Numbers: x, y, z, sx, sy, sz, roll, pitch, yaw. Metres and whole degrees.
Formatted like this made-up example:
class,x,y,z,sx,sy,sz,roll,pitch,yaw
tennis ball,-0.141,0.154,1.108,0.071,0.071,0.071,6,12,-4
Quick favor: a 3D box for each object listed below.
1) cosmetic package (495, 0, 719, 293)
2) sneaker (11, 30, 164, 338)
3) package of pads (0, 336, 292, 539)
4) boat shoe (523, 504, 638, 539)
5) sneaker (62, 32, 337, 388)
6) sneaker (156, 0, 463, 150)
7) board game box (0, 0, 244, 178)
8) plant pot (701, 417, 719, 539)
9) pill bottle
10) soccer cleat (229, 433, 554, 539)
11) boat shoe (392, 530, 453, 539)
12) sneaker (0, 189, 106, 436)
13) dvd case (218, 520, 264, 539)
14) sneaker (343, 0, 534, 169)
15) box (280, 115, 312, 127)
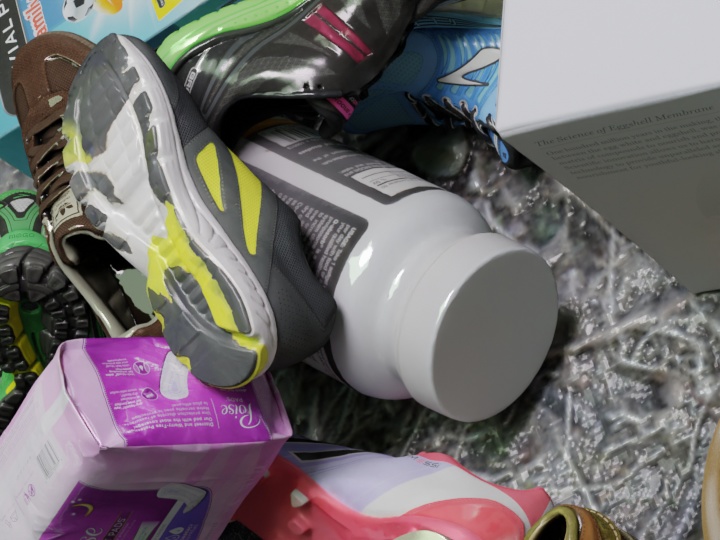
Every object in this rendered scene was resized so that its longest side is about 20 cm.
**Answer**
class,x,y,z,sx,sy,sz,roll,pitch,yaw
cosmetic package,0.199,-0.094,1.384,0.199,0.200,0.123,-10,63,31
sneaker,-0.134,-0.041,1.520,0.070,0.076,0.200,-36,74,22
package of pads,-0.132,0.115,1.497,0.200,0.120,0.076,-54,48,42
boat shoe,0.073,0.208,1.419,0.072,0.068,0.200,12,77,37
sneaker,-0.081,-0.029,1.474,0.074,0.085,0.200,-39,68,36
sneaker,-0.009,-0.115,1.526,0.200,0.077,0.084,-26,74,12
board game box,-0.132,-0.166,1.617,0.200,0.047,0.151,-32,54,20
plant pot,0.244,0.095,1.378,0.200,0.027,0.200,-16,60,29
pill bottle,0.000,0.000,1.536,0.200,0.116,0.117,27,86,40
soccer cleat,0.006,0.117,1.511,0.200,0.067,0.076,17,39,37
boat shoe,0.004,0.214,1.443,0.074,0.063,0.202,35,106,32
sneaker,-0.165,0.036,1.604,0.078,0.200,0.085,-2,49,0
dvd case,-0.084,0.185,1.572,0.146,0.022,0.200,-27,54,22
sneaker,0.065,-0.097,1.564,0.200,0.078,0.090,-10,67,32
box,-0.092,-0.145,1.678,0.148,0.104,0.200,26,86,40
